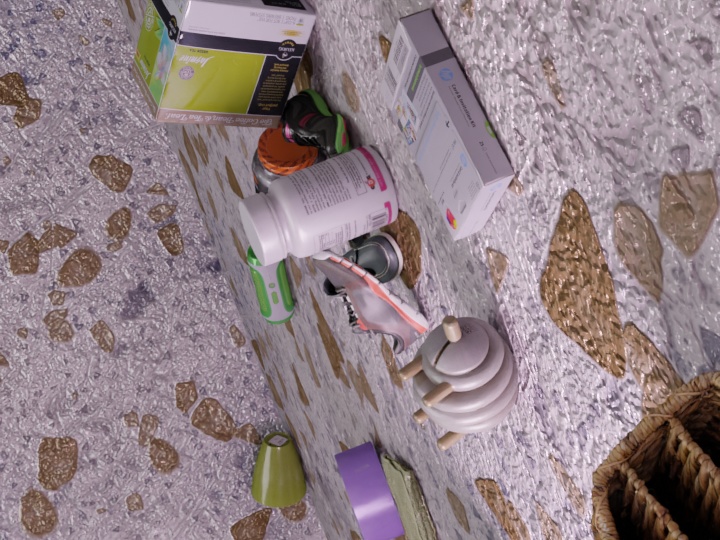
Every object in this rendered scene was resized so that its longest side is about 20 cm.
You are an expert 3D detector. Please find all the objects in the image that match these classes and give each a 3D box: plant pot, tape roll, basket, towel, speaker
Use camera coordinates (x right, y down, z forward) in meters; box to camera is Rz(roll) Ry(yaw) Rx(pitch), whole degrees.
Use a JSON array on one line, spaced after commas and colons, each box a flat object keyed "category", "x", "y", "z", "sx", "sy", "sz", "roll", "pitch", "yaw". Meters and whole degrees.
[{"category": "plant pot", "x": -0.270, "y": 0.641, "z": 3.546, "sx": 0.187, "sy": 0.185, "sz": 0.202, "roll": -134, "pitch": 40, "yaw": -57}, {"category": "tape roll", "x": 0.017, "y": 0.460, "z": 2.211, "sx": 0.200, "sy": 0.084, "sz": 0.202, "roll": 160, "pitch": 90, "yaw": -85}, {"category": "basket", "x": 0.260, "y": 0.202, "z": 0.793, "sx": 0.150, "sy": 0.142, "sz": 0.201, "roll": 82, "pitch": 161, "yaw": -48}, {"category": "towel", "x": 0.097, "y": 0.456, "z": 2.058, "sx": 0.148, "sy": 0.036, "sz": 0.202, "roll": -167, "pitch": 57, "yaw": -75}, {"category": "speaker", "x": -0.206, "y": 0.027, "z": 2.482, "sx": 0.089, "sy": 0.088, "sz": 0.201, "roll": -127, "pitch": 20, "yaw": -47}]

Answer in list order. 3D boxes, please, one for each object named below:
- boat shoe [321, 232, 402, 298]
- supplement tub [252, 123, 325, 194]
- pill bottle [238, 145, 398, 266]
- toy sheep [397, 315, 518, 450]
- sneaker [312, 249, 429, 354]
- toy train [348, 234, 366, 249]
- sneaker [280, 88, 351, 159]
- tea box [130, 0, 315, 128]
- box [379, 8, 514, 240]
[{"category": "boat shoe", "x": 0.000, "y": 0.000, "z": 1.610, "sx": 0.073, "sy": 0.061, "sz": 0.200, "roll": 61, "pitch": 152, "yaw": 1}, {"category": "supplement tub", "x": -0.115, "y": -0.145, "z": 1.775, "sx": 0.201, "sy": 0.122, "sz": 0.123, "roll": 90, "pitch": 154, "yaw": -56}, {"category": "pill bottle", "x": -0.059, "y": -0.086, "z": 1.475, "sx": 0.113, "sy": 0.198, "sz": 0.114, "roll": 158, "pitch": 90, "yaw": -76}, {"category": "toy sheep", "x": 0.118, "y": 0.123, "z": 1.249, "sx": 0.138, "sy": 0.137, "sz": 0.201, "roll": 57, "pitch": 170, "yaw": 38}, {"category": "sneaker", "x": 0.003, "y": 0.048, "z": 1.516, "sx": 0.199, "sy": 0.082, "sz": 0.077, "roll": 37, "pitch": -179, "yaw": -10}, {"category": "toy train", "x": -0.005, "y": -0.041, "z": 1.692, "sx": 0.046, "sy": 0.034, "sz": 0.202, "roll": -136, "pitch": 28, "yaw": -68}, {"category": "sneaker", "x": -0.070, "y": -0.202, "z": 1.590, "sx": 0.200, "sy": 0.083, "sz": 0.077, "roll": -131, "pitch": 22, "yaw": -55}, {"category": "tea box", "x": -0.199, "y": -0.322, "z": 1.539, "sx": 0.134, "sy": 0.198, "sz": 0.198, "roll": 57, "pitch": 135, "yaw": 39}, {"category": "box", "x": 0.087, "y": -0.151, "z": 1.147, "sx": 0.156, "sy": 0.041, "sz": 0.201, "roll": 108, "pitch": 139, "yaw": -70}]
